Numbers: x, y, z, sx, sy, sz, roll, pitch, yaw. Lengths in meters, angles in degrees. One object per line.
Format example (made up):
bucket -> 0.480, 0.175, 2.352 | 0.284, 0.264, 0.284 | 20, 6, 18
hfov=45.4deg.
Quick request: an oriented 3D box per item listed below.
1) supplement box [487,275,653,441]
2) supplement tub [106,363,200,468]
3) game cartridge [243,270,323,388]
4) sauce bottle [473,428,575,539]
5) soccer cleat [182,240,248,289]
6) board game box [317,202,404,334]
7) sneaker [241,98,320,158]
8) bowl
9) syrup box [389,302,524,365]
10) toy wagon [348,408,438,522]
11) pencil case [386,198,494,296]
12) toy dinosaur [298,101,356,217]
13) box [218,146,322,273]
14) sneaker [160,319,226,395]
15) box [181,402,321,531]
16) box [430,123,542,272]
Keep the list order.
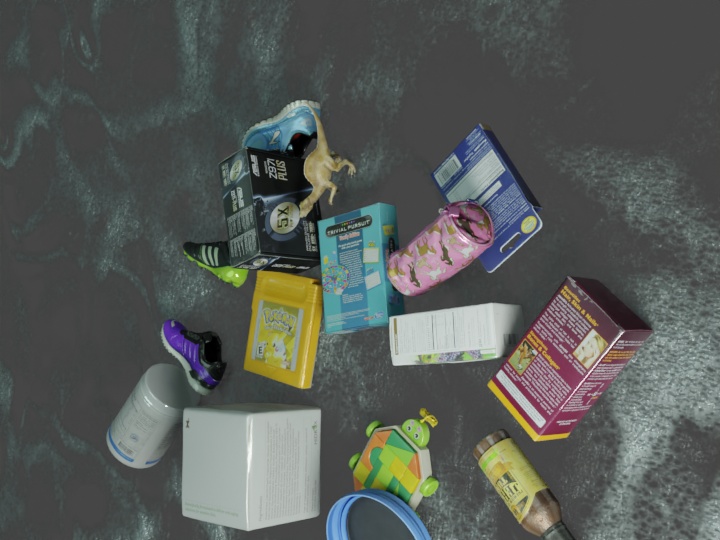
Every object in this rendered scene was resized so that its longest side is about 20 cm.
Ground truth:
supplement box -> 0.279, 0.120, 1.161 | 0.110, 0.085, 0.200 | 50, 119, 35
supplement tub -> -0.435, 0.307, 1.805 | 0.200, 0.132, 0.132 | -52, 54, 26
game cartridge -> -0.146, 0.104, 1.612 | 0.176, 0.032, 0.201 | 9, 94, 44
sauce bottle -> 0.235, 0.316, 1.200 | 0.065, 0.065, 0.200 | -55, 52, 25
soccer cleat -> -0.289, -0.030, 1.750 | 0.200, 0.067, 0.081 | 26, 87, 41
board game box -> 0.000, 0.000, 1.470 | 0.151, 0.047, 0.201 | -13, 77, 43
sneaker -> -0.150, -0.242, 1.619 | 0.200, 0.078, 0.090 | -27, 71, 40
bowl -> 0.034, 0.439, 1.363 | 0.200, 0.039, 0.202 | 14, 114, 36
syrup box -> 0.143, 0.098, 1.300 | 0.199, 0.079, 0.082 | -12, 78, 43
toy wagon -> 0.059, 0.310, 1.388 | 0.155, 0.039, 0.201 | 41, 114, 38
pencil case -> 0.117, -0.030, 1.306 | 0.200, 0.082, 0.087 | -43, 62, 52
toy dinosaur -> -0.061, -0.189, 1.509 | 0.058, 0.101, 0.201 | 7, 91, 44
box -> -0.157, -0.105, 1.552 | 0.086, 0.163, 0.201 | -22, 71, 41
sneaker -> -0.333, 0.154, 1.771 | 0.100, 0.069, 0.200 | -53, 57, 18
box -> -0.195, 0.341, 1.540 | 0.198, 0.171, 0.201 | -4, 83, 44
box -> 0.194, -0.107, 1.302 | 0.121, 0.032, 0.201 | -45, 57, 32
